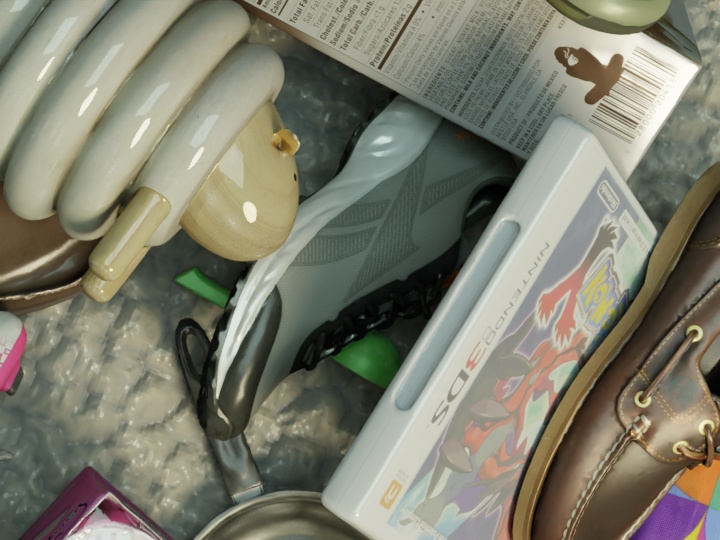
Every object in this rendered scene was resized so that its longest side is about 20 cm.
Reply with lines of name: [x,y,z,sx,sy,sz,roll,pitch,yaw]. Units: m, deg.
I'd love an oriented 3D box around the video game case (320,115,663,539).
video game case: [0.072,0.050,0.980,0.023,0.200,0.182,29,82,27]

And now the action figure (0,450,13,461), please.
action figure: [-0.207,0.132,0.865,0.102,0.119,0.200,34,46,-10]

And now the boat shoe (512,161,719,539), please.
boat shoe: [0.139,0.049,0.994,0.070,0.070,0.200,30,92,32]

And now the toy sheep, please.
toy sheep: [-0.108,-0.075,0.931,0.200,0.138,0.138,38,77,-3]

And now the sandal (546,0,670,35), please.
sandal: [0.078,-0.190,0.965,0.080,0.057,0.201,-18,67,-33]

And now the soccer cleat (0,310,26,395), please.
soccer cleat: [-0.226,0.079,0.954,0.086,0.070,0.200,45,78,-16]

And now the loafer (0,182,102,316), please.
loafer: [-0.190,-0.013,0.972,0.200,0.071,0.073,-7,87,-16]

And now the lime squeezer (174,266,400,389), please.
lime squeezer: [-0.003,0.073,1.033,0.071,0.038,0.200,-31,95,-15]

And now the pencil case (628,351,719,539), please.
pencil case: [0.174,0.087,1.056,0.088,0.088,0.200,26,80,-12]

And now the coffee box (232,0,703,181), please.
coffee box: [0.042,-0.126,1.012,0.200,0.114,0.080,28,112,-11]

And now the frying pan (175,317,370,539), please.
frying pan: [-0.054,0.128,1.018,0.115,0.031,0.190,-42,81,-7]

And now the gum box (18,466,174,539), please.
gum box: [-0.151,0.179,0.936,0.066,0.114,0.200,42,84,-8]

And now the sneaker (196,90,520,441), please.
sneaker: [0.000,0.000,0.997,0.079,0.074,0.200,37,63,6]
